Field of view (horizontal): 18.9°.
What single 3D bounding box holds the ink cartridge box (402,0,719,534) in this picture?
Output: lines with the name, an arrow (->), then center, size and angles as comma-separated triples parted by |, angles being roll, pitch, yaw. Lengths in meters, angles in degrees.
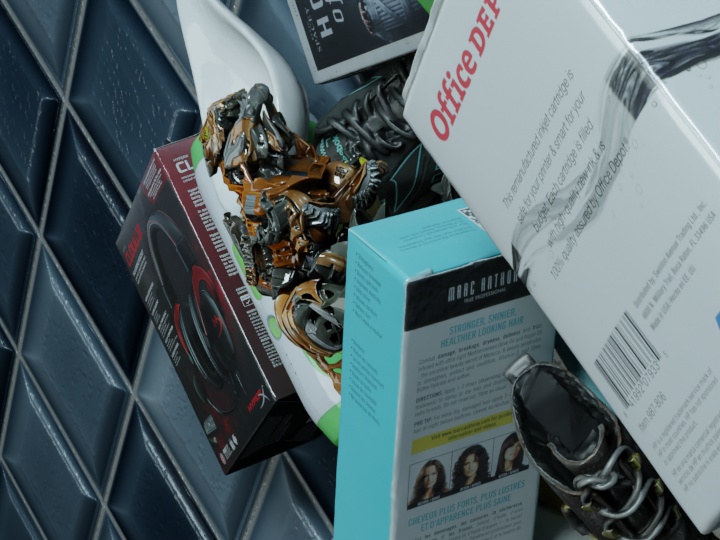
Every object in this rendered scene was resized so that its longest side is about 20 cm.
ink cartridge box -> 0.112, -0.034, 0.743 | 0.200, 0.084, 0.145 | 55, 154, 18

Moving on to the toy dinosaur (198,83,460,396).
toy dinosaur -> 0.000, 0.000, 1.027 | 0.200, 0.102, 0.136 | 47, 141, -20

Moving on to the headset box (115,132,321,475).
headset box -> -0.082, 0.009, 1.381 | 0.200, 0.075, 0.149 | 64, 155, 14

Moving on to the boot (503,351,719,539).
boot -> 0.133, 0.129, 0.865 | 0.174, 0.069, 0.200 | 50, 179, -32

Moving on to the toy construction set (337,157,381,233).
toy construction set -> 0.044, -0.025, 1.087 | 0.200, 0.092, 0.131 | -21, 102, 32

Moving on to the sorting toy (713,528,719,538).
sorting toy -> 0.184, 0.070, 0.939 | 0.180, 0.107, 0.201 | -9, 99, 69

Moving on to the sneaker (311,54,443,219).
sneaker -> 0.025, -0.073, 1.148 | 0.076, 0.079, 0.200 | 63, 149, 15

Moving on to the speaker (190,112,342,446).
speaker -> -0.026, 0.000, 1.271 | 0.200, 0.088, 0.088 | 63, 151, 14

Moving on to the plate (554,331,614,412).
plate -> 0.102, 0.000, 0.912 | 0.200, 0.026, 0.200 | 90, 154, -56

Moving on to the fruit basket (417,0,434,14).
fruit basket -> 0.090, -0.194, 0.908 | 0.216, 0.155, 0.216 | 43, 156, 24

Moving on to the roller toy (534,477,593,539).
roller toy -> 0.107, 0.171, 1.085 | 0.183, 0.139, 0.200 | 61, 150, 17

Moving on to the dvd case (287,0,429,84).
dvd case -> -0.004, -0.178, 1.086 | 0.200, 0.025, 0.151 | -7, 102, 68

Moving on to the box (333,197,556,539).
box -> 0.035, 0.069, 0.947 | 0.049, 0.082, 0.200 | 41, 137, 46

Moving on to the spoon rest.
spoon rest -> -0.070, -0.123, 1.228 | 0.099, 0.060, 0.200 | 129, 142, -51
